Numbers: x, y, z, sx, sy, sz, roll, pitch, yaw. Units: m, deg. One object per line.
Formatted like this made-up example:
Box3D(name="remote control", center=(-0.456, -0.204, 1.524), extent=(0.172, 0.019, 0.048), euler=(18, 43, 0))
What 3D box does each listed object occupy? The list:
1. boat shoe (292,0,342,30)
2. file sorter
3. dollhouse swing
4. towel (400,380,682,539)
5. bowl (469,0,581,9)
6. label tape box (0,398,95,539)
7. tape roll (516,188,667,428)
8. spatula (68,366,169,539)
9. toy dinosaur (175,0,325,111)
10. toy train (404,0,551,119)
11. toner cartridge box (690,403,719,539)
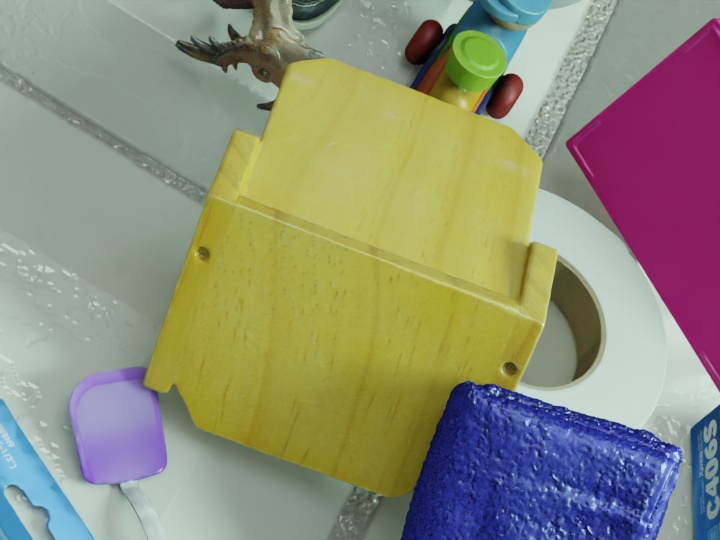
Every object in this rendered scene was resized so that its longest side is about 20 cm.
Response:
Box3D(name="boat shoe", center=(-0.015, -0.252, 1.279), extent=(0.074, 0.066, 0.200), euler=(32, 54, -4))
Box3D(name="file sorter", center=(0.265, -0.046, 1.229), extent=(0.125, 0.139, 0.200), euler=(-10, 65, -52))
Box3D(name="dollhouse swing", center=(0.000, 0.000, 1.106), extent=(0.199, 0.182, 0.176), euler=(20, 24, -4))
Box3D(name="towel", center=(0.090, 0.173, 1.024), extent=(0.147, 0.050, 0.201), euler=(17, 93, -15))
Box3D(name="bowl", center=(0.093, -0.245, 1.263), extent=(0.201, 0.201, 0.090), euler=(40, 72, 2))
Box3D(name="label tape box", center=(-0.227, 0.152, 0.947), extent=(0.200, 0.066, 0.143), euler=(-28, 76, -32))
Box3D(name="tape roll", center=(0.102, 0.036, 1.182), extent=(0.202, 0.037, 0.203), euler=(11, 58, -18))
Box3D(name="spatula", center=(-0.116, 0.149, 1.026), extent=(0.056, 0.021, 0.200), euler=(-7, 65, -32))
Box3D(name="toy dinosaur", center=(-0.081, -0.199, 1.207), extent=(0.086, 0.136, 0.200), euler=(4, 30, -22))
Box3D(name="toy train", center=(0.056, -0.108, 1.196), extent=(0.085, 0.116, 0.200), euler=(33, 53, -3))
Box3D(name="toner cartridge box", center=(0.260, 0.189, 1.159), extent=(0.095, 0.043, 0.200), euler=(15, 56, -15))
